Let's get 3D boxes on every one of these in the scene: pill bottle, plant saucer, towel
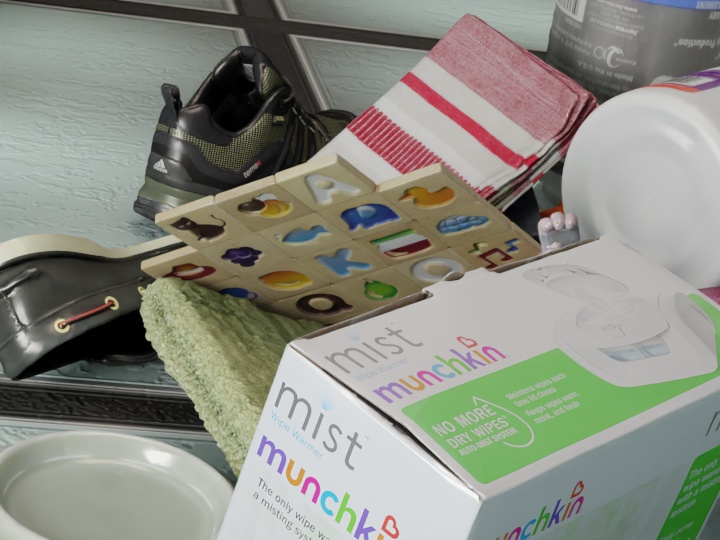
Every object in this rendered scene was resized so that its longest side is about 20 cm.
[{"bbox_3d":[0.205,-0.054,1.152,0.111,0.112,0.199,26,27,33],"label":"pill bottle"},{"bbox_3d":[-0.104,0.111,0.879,0.198,0.051,0.200,9,23,-4],"label":"plant saucer"},{"bbox_3d":[0.023,-0.052,1.190,0.200,0.023,0.144,-42,37,-5],"label":"towel"},{"bbox_3d":[-0.016,0.071,0.989,0.148,0.037,0.200,20,17,-34],"label":"towel"},{"bbox_3d":[0.163,-0.102,1.312,0.113,0.202,0.114,8,22,-3],"label":"pill bottle"}]

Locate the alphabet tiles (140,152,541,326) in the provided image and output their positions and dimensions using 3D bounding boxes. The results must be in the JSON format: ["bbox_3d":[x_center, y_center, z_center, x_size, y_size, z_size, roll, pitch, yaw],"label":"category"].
[{"bbox_3d":[0.000,0.000,1.040,0.165,0.006,0.200,-17,-30,28],"label":"alphabet tiles"}]

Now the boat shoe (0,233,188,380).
[{"bbox_3d":[-0.115,0.019,1.084,0.201,0.074,0.063,-4,63,-57],"label":"boat shoe"}]

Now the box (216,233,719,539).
[{"bbox_3d":[0.040,0.097,0.796,0.097,0.177,0.199,37,31,27],"label":"box"}]

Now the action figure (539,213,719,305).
[{"bbox_3d":[0.124,0.037,1.025,0.198,0.135,0.149,7,9,4],"label":"action figure"}]

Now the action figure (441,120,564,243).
[{"bbox_3d":[0.099,0.014,1.192,0.192,0.105,0.201,2,48,-3],"label":"action figure"}]

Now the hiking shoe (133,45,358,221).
[{"bbox_3d":[-0.052,-0.084,1.300,0.075,0.101,0.200,23,25,27],"label":"hiking shoe"}]
